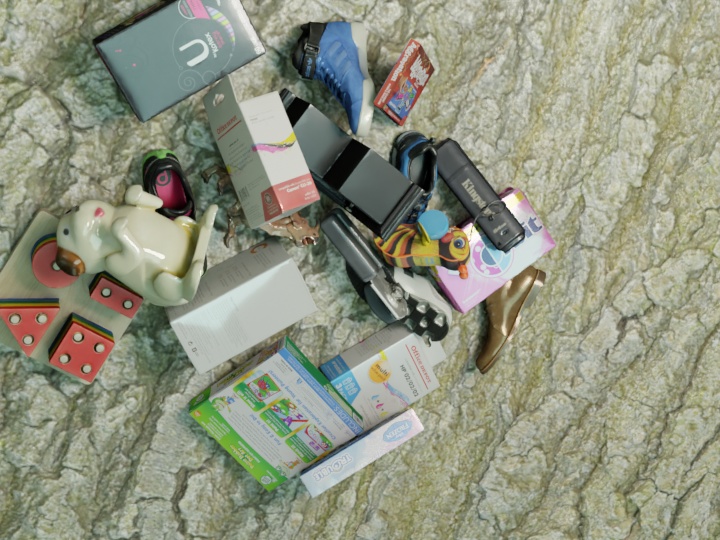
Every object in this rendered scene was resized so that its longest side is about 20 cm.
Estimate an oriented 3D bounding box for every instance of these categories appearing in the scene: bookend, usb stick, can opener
[{"bbox_3d":[-0.037,-0.155,1.464,0.198,0.200,0.092,37,93,-25],"label":"bookend"},{"bbox_3d":[0.181,-0.118,1.588,0.055,0.033,0.200,-37,82,-1],"label":"usb stick"},{"bbox_3d":[0.000,0.000,1.558,0.067,0.053,0.200,-32,103,31],"label":"can opener"}]

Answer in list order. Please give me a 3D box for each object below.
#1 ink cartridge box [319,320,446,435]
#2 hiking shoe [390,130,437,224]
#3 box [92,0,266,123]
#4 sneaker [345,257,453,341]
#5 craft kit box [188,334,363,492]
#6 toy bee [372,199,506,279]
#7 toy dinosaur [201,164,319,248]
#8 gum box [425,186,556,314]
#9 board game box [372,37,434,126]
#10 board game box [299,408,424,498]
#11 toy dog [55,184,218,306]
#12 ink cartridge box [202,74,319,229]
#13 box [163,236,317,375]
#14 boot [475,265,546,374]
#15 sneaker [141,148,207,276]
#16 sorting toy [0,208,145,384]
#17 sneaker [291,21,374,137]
[{"bbox_3d":[0.050,0.163,1.664,0.200,0.068,0.115,-31,115,-7],"label":"ink cartridge box"},{"bbox_3d":[0.073,-0.114,1.574,0.074,0.087,0.201,0,107,-18],"label":"hiking shoe"},{"bbox_3d":[-0.249,-0.308,1.395,0.200,0.106,0.123,-32,113,-6],"label":"box"},{"bbox_3d":[0.064,0.029,1.633,0.200,0.089,0.074,39,122,-5],"label":"sneaker"},{"bbox_3d":[-0.131,0.229,1.600,0.197,0.049,0.200,-35,112,13],"label":"craft kit box"},{"bbox_3d":[0.120,-0.037,1.518,0.199,0.109,0.131,-23,148,24],"label":"toy bee"},{"bbox_3d":[-0.149,-0.116,1.507,0.135,0.086,0.201,-22,96,-22],"label":"toy dinosaur"},{"bbox_3d":[0.207,-0.036,1.639,0.200,0.066,0.114,-36,99,-4],"label":"gum box"},{"bbox_3d":[0.066,-0.268,1.473,0.019,0.200,0.103,30,96,8],"label":"board game box"},{"bbox_3d":[-0.001,0.289,1.619,0.199,0.199,0.043,-30,84,-7],"label":"board game box"},{"bbox_3d":[-0.314,-0.036,1.396,0.199,0.194,0.140,18,61,-12],"label":"toy dog"},{"bbox_3d":[-0.141,-0.170,1.411,0.067,0.116,0.201,-23,92,-30],"label":"ink cartridge box"},{"bbox_3d":[-0.184,0.049,1.519,0.199,0.124,0.098,-28,114,-8],"label":"box"},{"bbox_3d":[0.232,0.076,1.709,0.075,0.074,0.201,26,93,-5],"label":"boot"},{"bbox_3d":[-0.271,-0.074,1.473,0.076,0.084,0.201,-20,112,-11],"label":"sneaker"},{"bbox_3d":[-0.425,0.049,1.468,0.198,0.070,0.200,31,95,-24],"label":"sorting toy"},{"bbox_3d":[-0.043,-0.275,1.448,0.111,0.077,0.201,1,62,-12],"label":"sneaker"}]
